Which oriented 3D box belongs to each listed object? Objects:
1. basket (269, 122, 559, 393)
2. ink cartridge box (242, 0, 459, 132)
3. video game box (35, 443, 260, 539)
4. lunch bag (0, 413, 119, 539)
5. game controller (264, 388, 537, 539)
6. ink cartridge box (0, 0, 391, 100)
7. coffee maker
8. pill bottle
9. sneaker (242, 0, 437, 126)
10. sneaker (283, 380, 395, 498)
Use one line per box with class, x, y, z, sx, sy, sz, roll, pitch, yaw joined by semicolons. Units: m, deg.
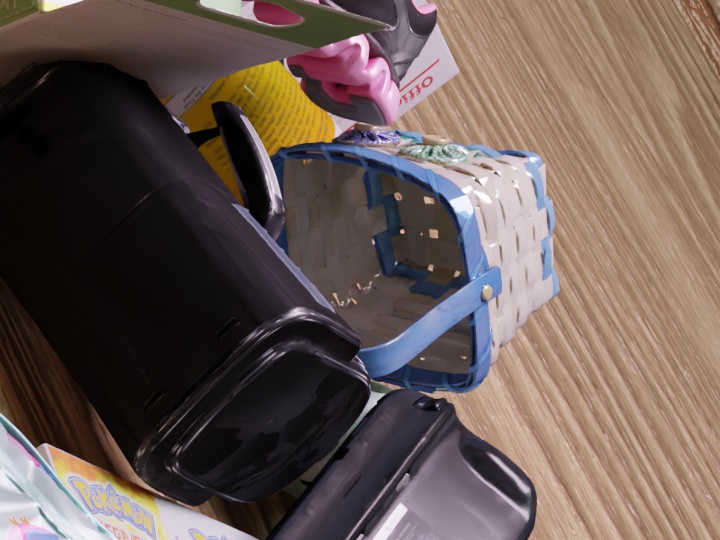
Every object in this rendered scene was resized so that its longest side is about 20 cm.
basket;0.000;0.000;1.464;0.200;0.175;0.140;-37;126;-41
ink cartridge box;-0.015;-0.143;1.661;0.068;0.116;0.200;49;-6;40
video game box;-0.076;0.189;1.223;0.200;0.047;0.183;32;27;-52
lunch bag;-0.143;0.140;1.035;0.200;0.077;0.160;48;27;0
game controller;0.017;0.136;1.304;0.104;0.042;0.200;44;40;-2
ink cartridge box;-0.106;-0.128;1.307;0.145;0.199;0.048;11;69;-48
coffee maker;-0.111;0.007;1.285;0.191;0.135;0.200;0;41;-48
pill bottle;-0.077;-0.073;1.565;0.200;0.111;0.111;46;20;-27
sneaker;-0.021;-0.171;1.427;0.079;0.096;0.200;20;-25;44
sneaker;0.012;0.100;1.461;0.200;0.118;0.074;7;90;-59
